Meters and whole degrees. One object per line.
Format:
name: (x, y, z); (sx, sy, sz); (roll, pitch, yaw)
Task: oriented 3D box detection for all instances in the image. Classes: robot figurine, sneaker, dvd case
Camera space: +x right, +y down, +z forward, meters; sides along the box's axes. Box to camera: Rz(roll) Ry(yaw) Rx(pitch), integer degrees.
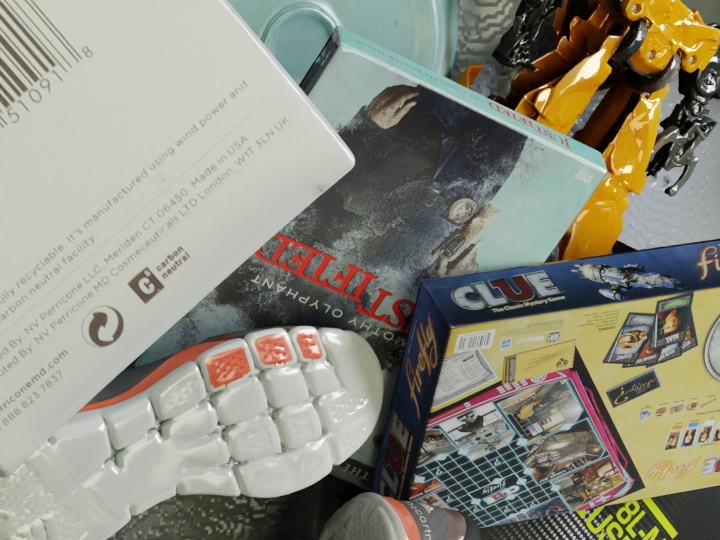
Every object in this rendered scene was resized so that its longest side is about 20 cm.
robot figurine: (0.095, -0.069, 1.385); (0.145, 0.058, 0.200); (37, 85, -41)
sneaker: (0.012, 0.197, 1.343); (0.082, 0.077, 0.201); (1, 116, -37)
sneaker: (-0.089, 0.063, 1.292); (0.199, 0.082, 0.077); (-15, 110, -24)
dvd case: (0.000, 0.000, 1.322); (0.146, 0.022, 0.200); (25, 116, -22)

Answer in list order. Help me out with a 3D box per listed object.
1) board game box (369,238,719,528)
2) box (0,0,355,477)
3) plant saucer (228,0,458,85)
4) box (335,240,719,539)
board game box: (0.110, 0.054, 1.364); (0.199, 0.035, 0.136); (-7, 132, -25)
box: (-0.147, -0.064, 1.193); (0.199, 0.131, 0.200); (-42, 116, -2)
plant saucer: (-0.034, -0.103, 1.323); (0.199, 0.036, 0.201); (-8, 108, -27)
box: (0.114, 0.117, 1.461); (0.193, 0.047, 0.200); (-43, 120, -8)
